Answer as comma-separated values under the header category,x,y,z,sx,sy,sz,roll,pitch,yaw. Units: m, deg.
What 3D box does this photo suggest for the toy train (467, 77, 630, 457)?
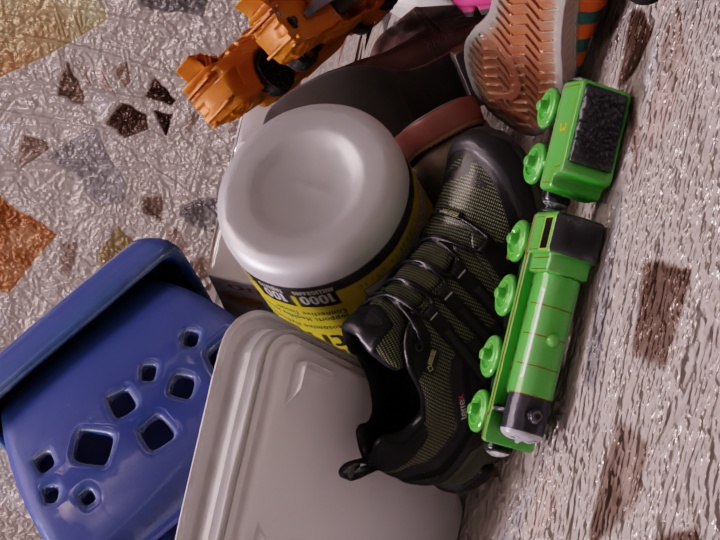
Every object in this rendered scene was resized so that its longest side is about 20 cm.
category,x,y,z,sx,sy,sz,roll,pitch,yaw
toy train,0.098,-0.002,1.126,0.056,0.041,0.202,178,105,-70

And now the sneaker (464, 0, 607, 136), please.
category,x,y,z,sx,sy,sz,roll,pitch,yaw
sneaker,0.111,-0.154,1.221,0.080,0.071,0.201,-45,-19,-26

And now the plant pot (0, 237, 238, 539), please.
category,x,y,z,sx,sy,sz,roll,pitch,yaw
plant pot,-0.137,0.107,1.471,0.200,0.180,0.200,-40,-20,-6

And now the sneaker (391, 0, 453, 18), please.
category,x,y,z,sx,sy,sz,roll,pitch,yaw
sneaker,0.067,-0.226,1.641,0.089,0.075,0.200,-64,13,-6

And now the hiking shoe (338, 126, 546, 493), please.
category,x,y,z,sx,sy,sz,roll,pitch,yaw
hiking shoe,0.043,0.020,1.186,0.075,0.100,0.202,10,92,48

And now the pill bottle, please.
category,x,y,z,sx,sy,sz,roll,pitch,yaw
pill bottle,0.000,0.000,1.294,0.200,0.111,0.113,57,-143,-55

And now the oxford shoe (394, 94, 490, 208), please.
category,x,y,z,sx,sy,sz,roll,pitch,yaw
oxford shoe,0.060,-0.050,1.351,0.075,0.070,0.200,61,-175,7

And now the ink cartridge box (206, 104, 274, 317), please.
category,x,y,z,sx,sy,sz,roll,pitch,yaw
ink cartridge box,-0.026,-0.025,1.516,0.200,0.127,0.126,73,-152,-75

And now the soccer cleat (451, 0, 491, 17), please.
category,x,y,z,sx,sy,sz,roll,pitch,yaw
soccer cleat,0.079,-0.217,1.415,0.200,0.069,0.087,-106,2,-75

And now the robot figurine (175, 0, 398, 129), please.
category,x,y,z,sx,sy,sz,roll,pitch,yaw
robot figurine,-0.028,-0.167,1.415,0.145,0.058,0.200,-40,1,39

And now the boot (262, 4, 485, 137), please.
category,x,y,z,sx,sy,sz,roll,pitch,yaw
boot,0.017,-0.130,1.461,0.200,0.185,0.065,-116,11,-73

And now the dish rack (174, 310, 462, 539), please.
category,x,y,z,sx,sy,sz,roll,pitch,yaw
dish rack,-0.009,0.128,1.220,0.043,0.199,0.173,-4,67,42

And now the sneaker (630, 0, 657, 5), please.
category,x,y,z,sx,sy,sz,roll,pitch,yaw
sneaker,0.143,-0.166,1.030,0.200,0.075,0.089,-96,6,-76
